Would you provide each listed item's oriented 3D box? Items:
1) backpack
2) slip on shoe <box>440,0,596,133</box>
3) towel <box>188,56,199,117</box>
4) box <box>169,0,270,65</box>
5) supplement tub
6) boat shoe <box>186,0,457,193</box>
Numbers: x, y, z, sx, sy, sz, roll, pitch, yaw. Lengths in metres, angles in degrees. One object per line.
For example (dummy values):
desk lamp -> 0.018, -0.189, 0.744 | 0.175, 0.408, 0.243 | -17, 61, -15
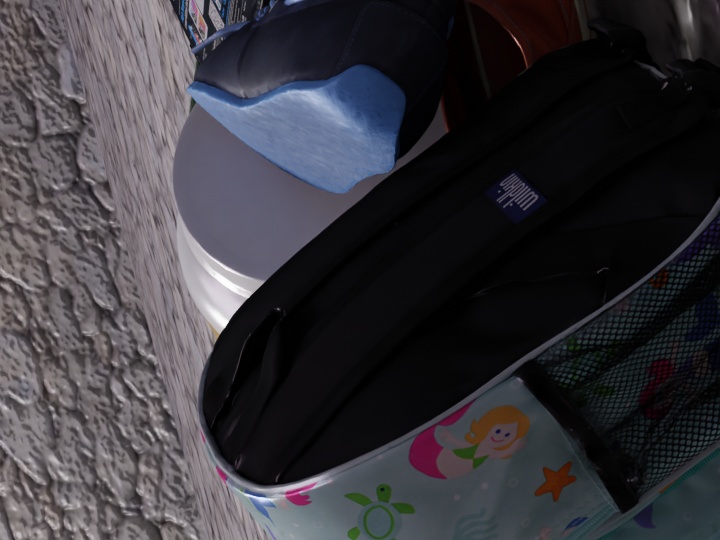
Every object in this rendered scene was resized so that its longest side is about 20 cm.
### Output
backpack -> 0.049, 0.033, 0.740 | 0.151, 0.199, 0.178 | 59, 176, -24
slip on shoe -> 0.067, -0.033, 0.848 | 0.074, 0.061, 0.202 | 4, 118, 45
towel -> -0.029, -0.059, 1.131 | 0.200, 0.023, 0.154 | 43, -134, -54
box -> -0.059, -0.171, 0.970 | 0.160, 0.046, 0.200 | 64, 163, 19
supplement tub -> 0.000, 0.000, 0.989 | 0.200, 0.143, 0.145 | 66, -177, -59
boat shoe -> -0.005, -0.072, 0.822 | 0.084, 0.069, 0.200 | 36, 171, -21
